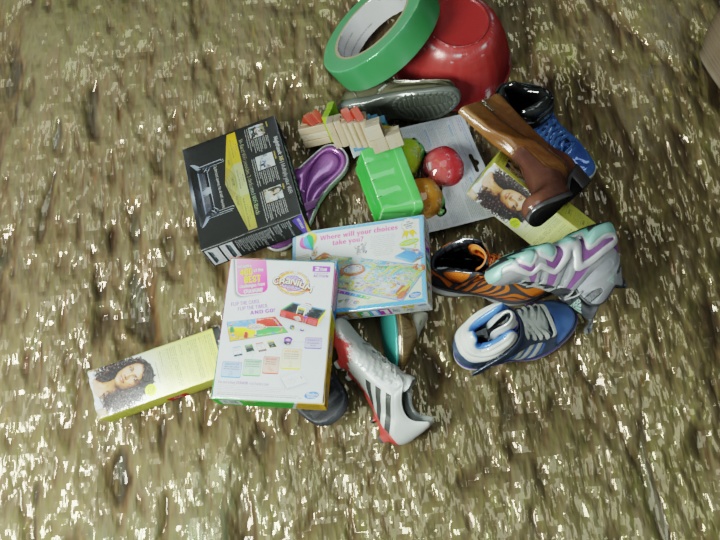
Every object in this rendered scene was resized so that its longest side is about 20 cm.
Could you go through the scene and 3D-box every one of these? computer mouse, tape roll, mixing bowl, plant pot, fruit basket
[{"bbox_3d":[-0.073,0.126,1.121,0.200,0.046,0.140,37,80,24],"label":"computer mouse"},{"bbox_3d":[0.031,-0.376,1.215,0.200,0.048,0.201,-28,41,28],"label":"tape roll"},{"bbox_3d":[0.152,-0.373,1.247,0.200,0.108,0.200,0,71,1],"label":"mixing bowl"},{"bbox_3d":[0.603,-0.332,1.214,0.093,0.201,0.201,-34,70,33],"label":"plant pot"},{"bbox_3d":[0.100,-0.143,1.196,0.200,0.094,0.185,-14,72,-20],"label":"fruit basket"}]

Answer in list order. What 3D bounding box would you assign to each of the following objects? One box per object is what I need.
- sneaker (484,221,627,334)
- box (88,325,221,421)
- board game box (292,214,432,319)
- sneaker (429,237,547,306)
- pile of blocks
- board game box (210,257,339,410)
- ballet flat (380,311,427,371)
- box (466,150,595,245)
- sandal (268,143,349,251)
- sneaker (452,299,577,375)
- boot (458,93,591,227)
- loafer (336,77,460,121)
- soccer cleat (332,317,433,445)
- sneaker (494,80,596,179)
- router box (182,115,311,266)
[{"bbox_3d":[0.279,0.025,1.056,0.200,0.078,0.140,-18,91,-9],"label":"sneaker"},{"bbox_3d":[-0.278,0.148,1.095,0.200,0.050,0.075,-20,73,-1],"label":"box"},{"bbox_3d":[0.000,0.000,1.101,0.200,0.034,0.135,-7,67,16],"label":"board game box"},{"bbox_3d":[0.195,0.002,1.120,0.200,0.112,0.078,-1,72,0],"label":"sneaker"},{"bbox_3d":[-0.015,-0.230,1.173,0.200,0.062,0.082,12,51,38],"label":"pile of blocks"},{"bbox_3d":[-0.112,0.084,1.045,0.153,0.040,0.200,3,70,6],"label":"board game box"},{"bbox_3d":[0.057,0.051,1.140,0.072,0.068,0.200,-7,67,-22],"label":"ballet flat"},{"bbox_3d":[0.261,-0.085,1.142,0.200,0.075,0.050,36,42,-2],"label":"box"},{"bbox_3d":[-0.094,-0.123,1.197,0.082,0.050,0.203,31,75,10],"label":"sandal"},{"bbox_3d":[0.226,0.081,1.076,0.200,0.146,0.081,-19,73,-5],"label":"sneaker"},{"bbox_3d":[0.218,-0.166,1.076,0.200,0.068,0.188,47,46,8],"label":"boot"},{"bbox_3d":[0.059,-0.282,1.223,0.200,0.075,0.070,-2,64,14],"label":"loafer"},{"bbox_3d":[0.029,0.148,1.074,0.085,0.069,0.200,-28,88,21],"label":"soccer cleat"},{"bbox_3d":[0.285,-0.216,1.191,0.200,0.111,0.077,41,77,12],"label":"sneaker"},{"bbox_3d":[-0.175,-0.123,1.164,0.157,0.052,0.200,-19,59,4],"label":"router box"}]
